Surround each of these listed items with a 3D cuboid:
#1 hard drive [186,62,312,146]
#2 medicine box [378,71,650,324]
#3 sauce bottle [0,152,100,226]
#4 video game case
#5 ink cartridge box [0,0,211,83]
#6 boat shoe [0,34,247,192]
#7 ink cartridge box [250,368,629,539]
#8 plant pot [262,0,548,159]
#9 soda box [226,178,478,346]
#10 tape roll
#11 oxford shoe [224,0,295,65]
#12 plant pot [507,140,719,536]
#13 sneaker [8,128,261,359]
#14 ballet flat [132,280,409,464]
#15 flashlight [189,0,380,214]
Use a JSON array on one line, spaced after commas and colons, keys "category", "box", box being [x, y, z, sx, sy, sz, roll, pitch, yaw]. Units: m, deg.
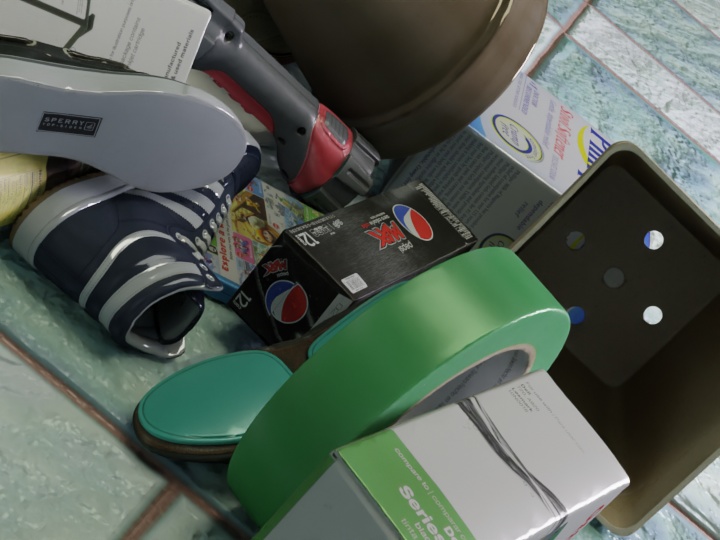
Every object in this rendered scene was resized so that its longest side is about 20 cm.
[{"category": "hard drive", "box": [-0.107, -0.146, 1.231, 0.132, 0.027, 0.200, 48, 27, 15]}, {"category": "medicine box", "box": [0.131, -0.069, 1.330, 0.200, 0.103, 0.182, 35, 27, -8]}, {"category": "sauce bottle", "box": [-0.209, -0.058, 0.930, 0.066, 0.066, 0.200, 43, 26, 7]}, {"category": "video game case", "box": [-0.033, 0.003, 1.109, 0.200, 0.018, 0.143, 28, 30, -22]}, {"category": "ink cartridge box", "box": [-0.215, -0.164, 0.998, 0.200, 0.085, 0.146, 21, 1, -30]}, {"category": "boat shoe", "box": [-0.153, -0.095, 0.910, 0.200, 0.069, 0.057, 10, 36, -39]}, {"category": "ink cartridge box", "box": [0.028, 0.140, 0.826, 0.084, 0.146, 0.200, 51, 33, 18]}, {"category": "plant pot", "box": [0.009, -0.212, 1.192, 0.174, 0.200, 0.200, 43, 21, -34]}, {"category": "soda box", "box": [0.000, 0.000, 1.055, 0.063, 0.071, 0.200, 45, 27, 12]}, {"category": "tape roll", "box": [0.022, 0.073, 0.872, 0.048, 0.201, 0.200, 49, 29, 19]}, {"category": "oxford shoe", "box": [-0.079, -0.207, 1.245, 0.071, 0.075, 0.200, 51, 29, 20]}, {"category": "plant pot", "box": [0.185, 0.028, 1.159, 0.200, 0.200, 0.177, 43, 15, -5]}, {"category": "sneaker", "box": [-0.105, -0.018, 0.979, 0.108, 0.070, 0.200, 44, 38, 15]}, {"category": "ballet flat", "box": [-0.033, 0.072, 0.924, 0.199, 0.069, 0.068, -21, 54, -21]}, {"category": "flashlight", "box": [-0.073, -0.119, 1.141, 0.200, 0.068, 0.068, 40, -7, -29]}]
